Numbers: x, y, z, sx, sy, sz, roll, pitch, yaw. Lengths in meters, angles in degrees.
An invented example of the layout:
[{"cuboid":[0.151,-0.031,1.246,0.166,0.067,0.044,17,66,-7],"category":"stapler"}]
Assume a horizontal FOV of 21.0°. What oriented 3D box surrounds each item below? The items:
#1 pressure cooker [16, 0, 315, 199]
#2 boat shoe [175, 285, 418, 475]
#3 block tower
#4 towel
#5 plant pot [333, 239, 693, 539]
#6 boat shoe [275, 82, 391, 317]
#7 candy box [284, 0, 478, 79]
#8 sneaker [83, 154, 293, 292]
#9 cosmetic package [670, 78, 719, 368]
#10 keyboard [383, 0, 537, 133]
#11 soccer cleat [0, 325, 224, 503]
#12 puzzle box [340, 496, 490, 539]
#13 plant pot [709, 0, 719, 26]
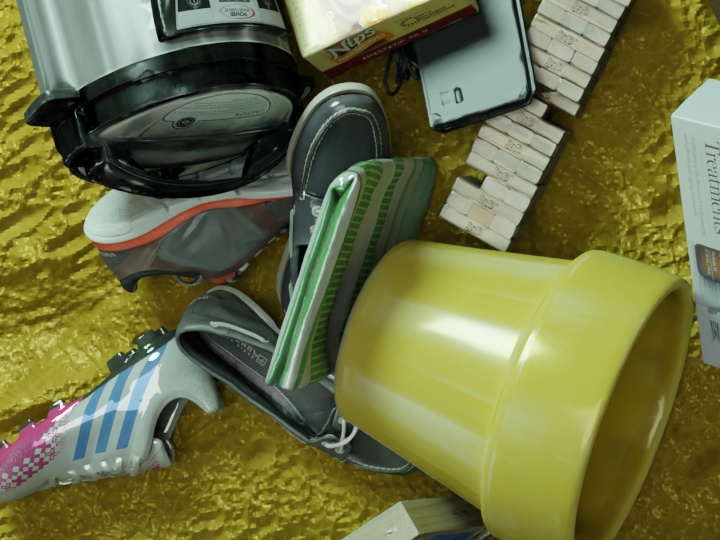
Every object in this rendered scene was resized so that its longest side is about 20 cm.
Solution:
[{"cuboid":[-0.130,-0.143,1.298,0.175,0.179,0.201,-18,76,8],"category":"pressure cooker"},{"cuboid":[-0.044,0.088,1.357,0.200,0.057,0.067,35,123,5],"category":"boat shoe"},{"cuboid":[0.122,-0.115,1.314,0.058,0.054,0.201,29,100,9],"category":"block tower"},{"cuboid":[0.000,0.000,1.277,0.023,0.200,0.153,20,99,16],"category":"towel"},{"cuboid":[0.094,0.068,1.268,0.188,0.201,0.202,21,99,21],"category":"plant pot"},{"cuboid":[-0.014,-0.032,1.305,0.072,0.063,0.201,-1,130,-16],"category":"boat shoe"},{"cuboid":[-0.007,-0.245,1.309,0.115,0.055,0.201,-22,72,14],"category":"candy box"},{"cuboid":[-0.091,-0.035,1.376,0.199,0.077,0.082,-13,122,9],"category":"sneaker"},{"cuboid":[0.277,-0.010,1.206,0.150,0.052,0.201,17,136,37],"category":"cosmetic package"},{"cuboid":[0.060,-0.190,1.323,0.104,0.040,0.201,-15,72,19],"category":"keyboard"},{"cuboid":[-0.187,0.124,1.400,0.200,0.070,0.086,-37,85,13],"category":"soccer cleat"},{"cuboid":[0.012,0.195,1.291,0.133,0.200,0.025,-35,74,14],"category":"puzzle box"},{"cuboid":[0.318,-0.131,1.215,0.186,0.187,0.201,-12,105,14],"category":"plant pot"}]
